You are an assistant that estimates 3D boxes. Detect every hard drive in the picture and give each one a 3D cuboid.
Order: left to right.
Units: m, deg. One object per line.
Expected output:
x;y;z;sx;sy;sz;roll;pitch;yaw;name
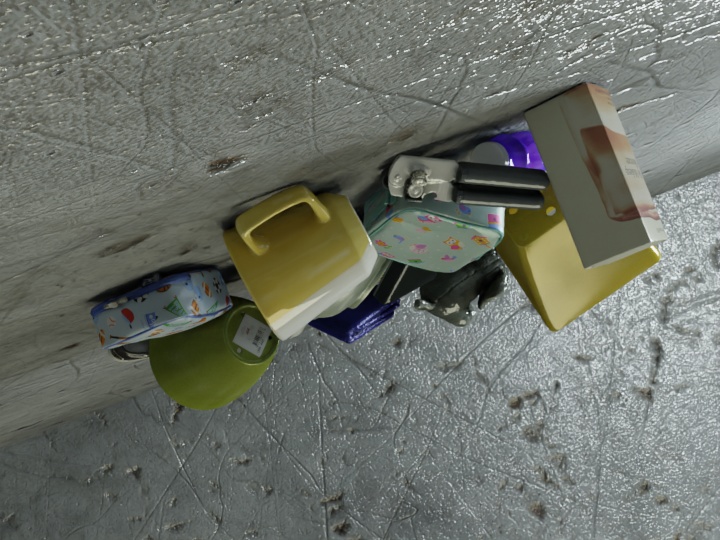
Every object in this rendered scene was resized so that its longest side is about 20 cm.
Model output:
0.105;-0.044;1.501;0.139;0.033;0.201;-27;152;-47;hard drive

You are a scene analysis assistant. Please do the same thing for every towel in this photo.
-0.047;0.057;1.704;0.199;0.050;0.147;22;-138;36;towel

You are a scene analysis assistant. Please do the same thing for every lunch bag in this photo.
-0.278;0.054;1.381;0.159;0.076;0.200;-20;176;15;lunch bag
0.090;-0.068;1.302;0.159;0.078;0.200;17;158;-16;lunch bag

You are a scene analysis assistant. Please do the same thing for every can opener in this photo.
0.125;-0.110;1.180;0.198;0.053;0.067;5;-150;-8;can opener

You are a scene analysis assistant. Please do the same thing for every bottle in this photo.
0.206;-0.144;1.292;0.083;0.066;0.200;-26;172;31;bottle

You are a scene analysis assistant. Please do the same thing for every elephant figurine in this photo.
0.199;-0.004;1.682;0.199;0.156;0.141;-34;128;24;elephant figurine

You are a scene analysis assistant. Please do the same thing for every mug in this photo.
-0.064;-0.017;1.173;0.152;0.150;0.187;-28;-179;-1;mug

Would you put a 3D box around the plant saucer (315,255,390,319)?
0.000;0.000;1.472;0.201;0.050;0.200;-54;-173;9;plant saucer

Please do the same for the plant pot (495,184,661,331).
0.293;-0.069;1.479;0.199;0.201;0.176;-36;138;9;plant pot

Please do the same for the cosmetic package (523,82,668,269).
0.282;-0.111;1.182;0.087;0.201;0.103;-23;173;28;cosmetic package

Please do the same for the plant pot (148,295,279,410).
-0.208;0.113;1.545;0.186;0.188;0.200;-17;177;-33;plant pot

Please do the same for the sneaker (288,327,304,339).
-0.102;0.057;1.547;0.081;0.074;0.200;-21;-172;-15;sneaker

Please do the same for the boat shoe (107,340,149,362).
-0.345;0.116;1.755;0.199;0.074;0.060;-7;172;-34;boat shoe
